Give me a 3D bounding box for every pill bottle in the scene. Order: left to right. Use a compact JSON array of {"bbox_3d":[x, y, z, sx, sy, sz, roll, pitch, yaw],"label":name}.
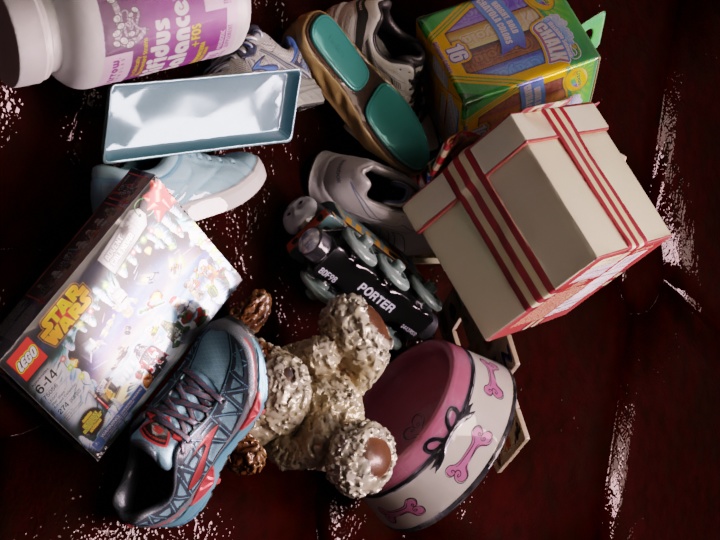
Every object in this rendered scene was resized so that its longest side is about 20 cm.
[{"bbox_3d":[-0.197,-0.209,1.278,0.199,0.112,0.113,-19,104,-27],"label":"pill bottle"}]

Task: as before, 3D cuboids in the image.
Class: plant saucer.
[{"bbox_3d":[-0.136,-0.136,1.361,0.199,0.019,0.070,-12,122,-41],"label":"plant saucer"}]

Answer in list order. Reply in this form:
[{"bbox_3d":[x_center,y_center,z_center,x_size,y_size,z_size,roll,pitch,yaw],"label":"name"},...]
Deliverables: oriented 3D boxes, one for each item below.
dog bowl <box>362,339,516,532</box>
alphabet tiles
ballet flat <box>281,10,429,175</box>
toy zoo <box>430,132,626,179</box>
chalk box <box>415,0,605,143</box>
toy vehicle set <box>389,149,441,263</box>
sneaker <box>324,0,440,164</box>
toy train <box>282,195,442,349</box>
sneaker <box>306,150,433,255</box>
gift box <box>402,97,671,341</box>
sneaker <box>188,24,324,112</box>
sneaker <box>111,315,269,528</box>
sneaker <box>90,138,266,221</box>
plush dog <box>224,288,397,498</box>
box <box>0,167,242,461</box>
[{"bbox_3d":[0.060,0.155,1.578,0.074,0.200,0.201,37,56,-22],"label":"dog bowl"},{"bbox_3d":[0.130,0.101,1.656,0.007,0.167,0.201,-9,66,-18],"label":"alphabet tiles"},{"bbox_3d":[-0.005,-0.175,1.588,0.200,0.063,0.069,52,54,-20],"label":"ballet flat"},{"bbox_3d":[0.167,-0.118,1.709,0.132,0.199,0.020,-54,167,-12],"label":"toy zoo"},{"bbox_3d":[0.170,-0.213,1.660,0.125,0.199,0.124,88,-20,-60],"label":"chalk box"},{"bbox_3d":[0.101,-0.070,1.776,0.199,0.026,0.125,-2,89,-54],"label":"toy vehicle set"},{"bbox_3d":[0.037,-0.190,1.630,0.200,0.087,0.076,54,41,-28],"label":"sneaker"},{"bbox_3d":[0.000,0.000,1.575,0.200,0.085,0.114,35,16,-41],"label":"toy train"},{"bbox_3d":[0.037,-0.062,1.621,0.199,0.087,0.075,22,78,-41],"label":"sneaker"},{"bbox_3d":[0.182,-0.068,1.563,0.184,0.200,0.187,-12,66,-56],"label":"gift box"},{"bbox_3d":[-0.114,-0.181,1.470,0.200,0.077,0.086,-16,91,-60],"label":"sneaker"},{"bbox_3d":[-0.144,0.133,1.324,0.095,0.079,0.201,-2,117,-64],"label":"sneaker"},{"bbox_3d":[-0.156,-0.087,1.392,0.200,0.073,0.083,-29,116,-51],"label":"sneaker"},{"bbox_3d":[-0.073,0.118,1.464,0.171,0.160,0.201,22,52,-32],"label":"plush dog"},{"bbox_3d":[-0.201,0.036,1.303,0.200,0.040,0.137,-53,129,-18],"label":"box"}]
